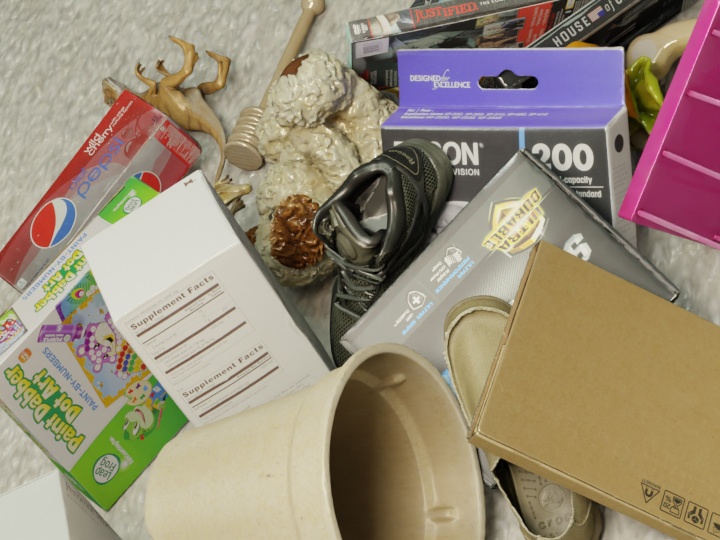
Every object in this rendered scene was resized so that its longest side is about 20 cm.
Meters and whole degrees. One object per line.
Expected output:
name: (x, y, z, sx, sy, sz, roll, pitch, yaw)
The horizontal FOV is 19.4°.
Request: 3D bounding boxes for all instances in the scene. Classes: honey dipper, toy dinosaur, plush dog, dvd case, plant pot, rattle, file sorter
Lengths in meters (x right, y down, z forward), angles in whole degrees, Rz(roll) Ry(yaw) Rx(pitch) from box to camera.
honey dipper: (-0.071, -0.177, 1.897, 0.038, 0.038, 0.200, 3, 53, 30)
toy dinosaur: (-0.155, -0.150, 1.918, 0.200, 0.060, 0.106, 26, 96, 43)
plush dog: (-0.028, -0.064, 1.720, 0.160, 0.200, 0.172, 29, 80, -3)
dvd case: (0.194, -0.192, 1.696, 0.200, 0.150, 0.025, -36, 80, -1)
plant pot: (-0.042, 0.163, 1.473, 0.183, 0.200, 0.201, -12, 49, 32)
rattle: (0.277, -0.154, 1.615, 0.200, 0.143, 0.130, 7, 61, 33)
toy dinosaur: (-0.151, -0.017, 1.763, 0.200, 0.058, 0.101, -55, -4, 28)
dvd case: (0.088, -0.190, 1.694, 0.200, 0.146, 0.022, -13, 78, -2)
file sorter: (0.304, -0.100, 1.511, 0.125, 0.139, 0.200, 26, 98, 35)

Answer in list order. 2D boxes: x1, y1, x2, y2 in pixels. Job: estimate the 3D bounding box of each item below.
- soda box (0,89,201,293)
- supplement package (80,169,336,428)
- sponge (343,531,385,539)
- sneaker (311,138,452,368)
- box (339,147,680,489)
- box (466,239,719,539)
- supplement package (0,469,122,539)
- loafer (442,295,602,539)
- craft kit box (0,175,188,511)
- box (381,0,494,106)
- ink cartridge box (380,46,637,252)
soda box: (-0.230, -0.055, 1.842, 0.070, 0.063, 0.200, 33, 84, 42)
supplement package: (-0.104, 0.045, 1.580, 0.110, 0.200, 0.114, -33, 37, 0)
sponge: (-0.040, 0.194, 1.581, 0.112, 0.030, 0.200, -28, 46, 5)
sneaker: (0.000, 0.000, 1.606, 0.076, 0.114, 0.199, 30, 116, 25)
box: (0.109, 0.035, 1.544, 0.159, 0.046, 0.200, 44, 91, 10)
box: (0.188, 0.088, 1.460, 0.200, 0.021, 0.164, 25, 60, -8)
supplement package: (-0.218, 0.290, 1.487, 0.147, 0.191, 0.200, -26, 47, 7)
loafer: (0.116, 0.108, 1.478, 0.076, 0.067, 0.200, -26, 82, 4)
craft kit box: (-0.191, 0.060, 1.654, 0.198, 0.200, 0.049, -46, 48, -12)
box: (0.100, -0.217, 1.834, 0.119, 0.041, 0.200, 19, 63, 38)
ink cartridge box: (0.112, -0.070, 1.615, 0.198, 0.200, 0.043, 2, 14, 30)
